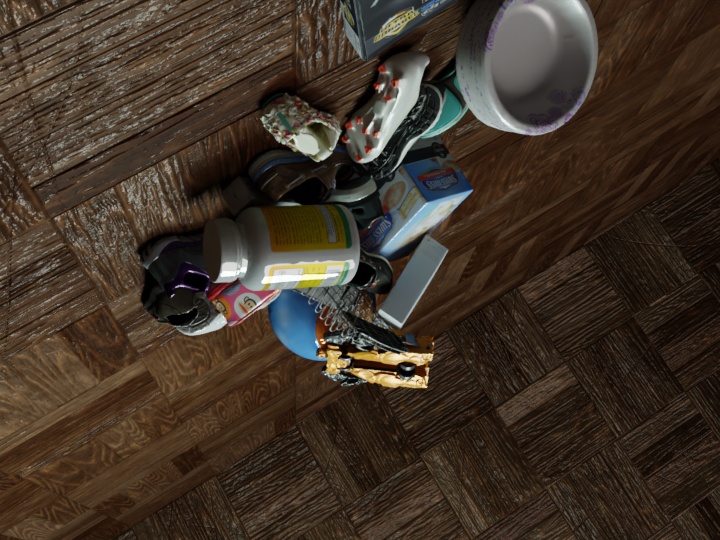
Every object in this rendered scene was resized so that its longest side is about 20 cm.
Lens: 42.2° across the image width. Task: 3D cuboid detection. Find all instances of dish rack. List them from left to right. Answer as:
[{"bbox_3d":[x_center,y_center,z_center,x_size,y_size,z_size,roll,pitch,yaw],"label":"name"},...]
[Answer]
[{"bbox_3d":[-0.016,0.069,1.462,0.152,0.200,0.055,25,107,-45],"label":"dish rack"}]

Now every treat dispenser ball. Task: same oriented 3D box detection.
[{"bbox_3d":[-0.070,0.061,1.693,0.199,0.203,0.201,-31,166,-9],"label":"treat dispenser ball"}]

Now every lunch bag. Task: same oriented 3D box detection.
[{"bbox_3d":[-0.139,-0.010,1.437,0.175,0.082,0.200,-36,-170,16],"label":"lunch bag"}]

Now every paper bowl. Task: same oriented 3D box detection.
[{"bbox_3d":[0.214,-0.289,1.253,0.198,0.204,0.104,-27,-155,-22],"label":"paper bowl"}]

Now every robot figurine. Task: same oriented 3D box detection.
[{"bbox_3d":[0.023,0.146,1.589,0.196,0.059,0.146,8,137,1],"label":"robot figurine"}]

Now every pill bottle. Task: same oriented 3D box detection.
[{"bbox_3d":[-0.109,-0.031,1.277,0.197,0.115,0.113,-4,154,-26],"label":"pill bottle"}]

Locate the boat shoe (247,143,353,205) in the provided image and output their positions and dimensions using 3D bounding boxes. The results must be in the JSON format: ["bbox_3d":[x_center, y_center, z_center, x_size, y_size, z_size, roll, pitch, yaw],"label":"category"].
[{"bbox_3d":[-0.074,-0.128,1.325,0.198,0.073,0.072,-16,160,-48],"label":"boat shoe"}]

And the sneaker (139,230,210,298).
[{"bbox_3d":[-0.225,-0.008,1.356,0.198,0.088,0.074,-17,159,-48],"label":"sneaker"}]

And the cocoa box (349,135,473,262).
[{"bbox_3d":[0.061,-0.116,1.545,0.132,0.132,0.200,-18,159,-46],"label":"cocoa box"}]

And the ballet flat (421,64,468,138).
[{"bbox_3d":[0.149,-0.270,1.381,0.200,0.068,0.070,-43,176,37],"label":"ballet flat"}]

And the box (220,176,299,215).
[{"bbox_3d":[-0.127,-0.103,1.359,0.039,0.042,0.199,-38,164,22],"label":"box"}]

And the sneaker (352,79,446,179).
[{"bbox_3d":[0.057,-0.205,1.374,0.199,0.074,0.079,-38,-174,35],"label":"sneaker"}]

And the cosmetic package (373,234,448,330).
[{"bbox_3d":[0.082,0.036,1.627,0.152,0.051,0.200,-55,176,-12],"label":"cosmetic package"}]

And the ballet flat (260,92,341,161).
[{"bbox_3d":[-0.069,-0.174,1.209,0.075,0.064,0.199,-38,166,16],"label":"ballet flat"}]

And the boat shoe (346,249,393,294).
[{"bbox_3d":[-0.002,0.001,1.485,0.073,0.064,0.201,-22,151,17],"label":"boat shoe"}]

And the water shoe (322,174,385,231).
[{"bbox_3d":[-0.021,-0.095,1.434,0.071,0.080,0.200,-26,-171,-14],"label":"water shoe"}]

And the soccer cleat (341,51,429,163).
[{"bbox_3d":[0.037,-0.221,1.288,0.077,0.070,0.201,-27,161,-35],"label":"soccer cleat"}]

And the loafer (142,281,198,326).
[{"bbox_3d":[-0.289,0.059,1.435,0.072,0.072,0.200,-29,175,-15],"label":"loafer"}]

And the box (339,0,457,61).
[{"bbox_3d":[0.066,-0.338,1.006,0.198,0.050,0.199,-33,167,-6],"label":"box"}]

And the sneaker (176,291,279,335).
[{"bbox_3d":[-0.229,0.054,1.610,0.197,0.079,0.099,-21,170,-13],"label":"sneaker"}]
